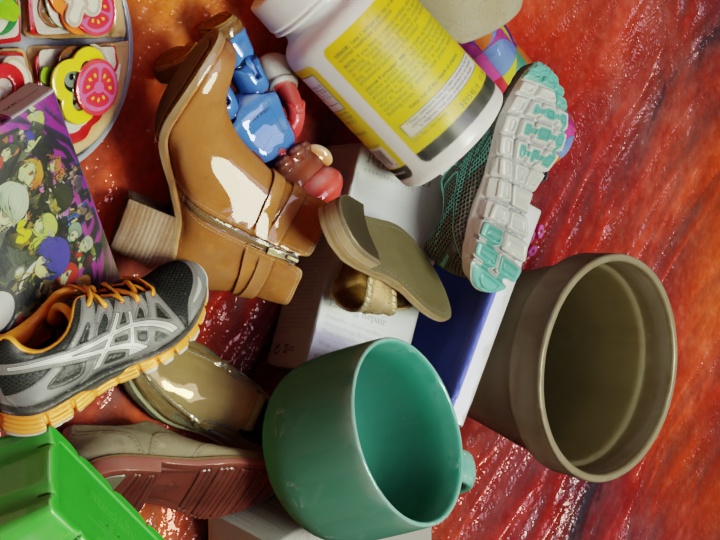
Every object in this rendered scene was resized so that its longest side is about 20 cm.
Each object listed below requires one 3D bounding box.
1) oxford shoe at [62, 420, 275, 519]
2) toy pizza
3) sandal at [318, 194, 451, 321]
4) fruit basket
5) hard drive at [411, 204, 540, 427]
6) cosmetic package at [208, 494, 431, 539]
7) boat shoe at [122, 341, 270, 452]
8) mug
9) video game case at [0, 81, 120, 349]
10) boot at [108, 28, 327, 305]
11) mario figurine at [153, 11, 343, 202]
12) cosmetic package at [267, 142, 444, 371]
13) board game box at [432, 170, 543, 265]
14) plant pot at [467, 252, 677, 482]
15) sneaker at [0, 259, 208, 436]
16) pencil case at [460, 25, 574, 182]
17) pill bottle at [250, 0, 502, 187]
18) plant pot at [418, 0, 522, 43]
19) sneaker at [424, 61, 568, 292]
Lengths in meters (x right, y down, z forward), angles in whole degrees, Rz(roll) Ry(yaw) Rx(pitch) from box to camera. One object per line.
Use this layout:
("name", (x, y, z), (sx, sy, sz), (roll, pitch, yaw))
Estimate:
("oxford shoe", (-0.144, 0.148, 1.374), (0.200, 0.075, 0.071), (11, 127, -41))
("toy pizza", (-0.243, -0.166, 1.277), (0.200, 0.032, 0.201), (-6, 99, -44))
("sandal", (0.000, 0.000, 1.409), (0.212, 0.069, 0.078), (36, 33, -59))
("fruit basket", (-0.258, 0.239, 1.259), (0.215, 0.156, 0.216), (-5, 126, -7))
("hard drive", (0.084, 0.040, 1.521), (0.025, 0.132, 0.201), (27, 75, -21))
("cosmetic package", (-0.030, 0.222, 1.485), (0.200, 0.090, 0.107), (-24, 124, -44))
("boat shoe", (-0.108, 0.106, 1.410), (0.200, 0.076, 0.072), (34, 71, -41))
("mug", (0.002, 0.152, 1.386), (0.185, 0.114, 0.152), (57, 35, -23))
("video game case", (-0.265, -0.005, 1.248), (0.181, 0.036, 0.201), (-40, 130, -35))
("boot", (-0.092, -0.075, 1.346), (0.154, 0.074, 0.201), (19, 112, -14))
("mario figurine", (-0.094, -0.105, 1.420), (0.123, 0.106, 0.200), (-28, 111, 8))
("cosmetic package", (0.000, 0.000, 1.492), (0.101, 0.074, 0.201), (19, 80, -29))
("board game box", (0.083, 0.006, 1.625), (0.200, 0.026, 0.201), (33, 71, -42))
("plant pot", (0.160, 0.077, 1.570), (0.200, 0.173, 0.201), (-8, 101, -44))
("sneaker", (-0.190, 0.041, 1.266), (0.200, 0.078, 0.077), (-37, 126, -35))
("pencil case", (0.123, -0.170, 1.607), (0.200, 0.088, 0.089), (50, 61, -36))
("pill bottle", (0.012, -0.175, 1.418), (0.200, 0.114, 0.114), (45, 62, -15))
("plant pot", (0.062, -0.299, 1.471), (0.200, 0.200, 0.184), (-43, 133, -33))
("sneaker", (0.107, -0.084, 1.467), (0.077, 0.091, 0.201), (27, 80, -41))
